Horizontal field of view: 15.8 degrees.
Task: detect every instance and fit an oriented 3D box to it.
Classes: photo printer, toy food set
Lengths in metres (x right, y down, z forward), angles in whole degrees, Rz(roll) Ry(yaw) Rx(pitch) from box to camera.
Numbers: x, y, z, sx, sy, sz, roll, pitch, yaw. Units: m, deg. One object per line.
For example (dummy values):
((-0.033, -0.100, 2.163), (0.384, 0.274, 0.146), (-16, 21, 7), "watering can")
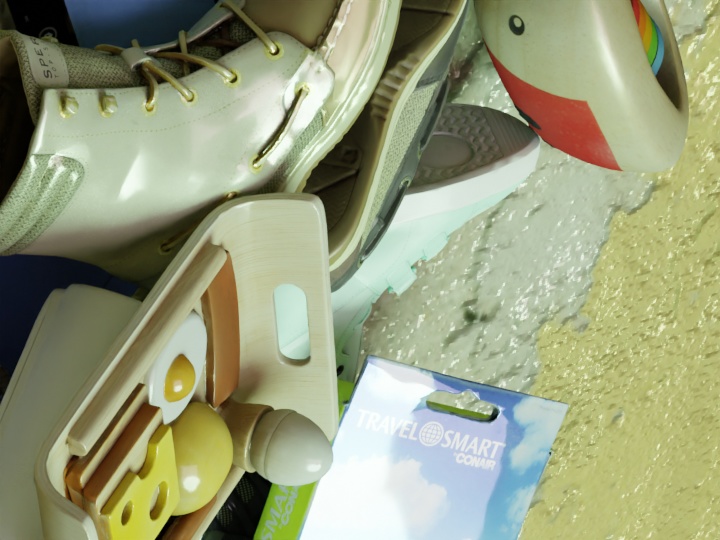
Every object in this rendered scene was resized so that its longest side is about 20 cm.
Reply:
((-0.124, 0.124, 1.125), (0.166, 0.069, 0.200), (64, 45, -69), "photo printer")
((-0.063, 0.082, 1.055), (0.144, 0.060, 0.200), (87, 26, -42), "toy food set")

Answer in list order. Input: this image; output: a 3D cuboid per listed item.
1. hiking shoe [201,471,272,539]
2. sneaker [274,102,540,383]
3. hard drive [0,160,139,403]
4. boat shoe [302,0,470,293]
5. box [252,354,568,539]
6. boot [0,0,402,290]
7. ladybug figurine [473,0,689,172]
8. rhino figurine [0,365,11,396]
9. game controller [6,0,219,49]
((-0.076, 0.107, 1.272), (0.200, 0.076, 0.101), (4, 80, -27), "hiking shoe")
((-0.001, 0.000, 1.249), (0.200, 0.074, 0.118), (-26, 133, -20), "sneaker")
((-0.186, 0.001, 1.102), (0.200, 0.025, 0.132), (18, 117, -47), "hard drive")
((0.002, -0.083, 1.172), (0.065, 0.073, 0.200), (70, 42, -67), "boat shoe")
((0.009, 0.137, 1.236), (0.122, 0.048, 0.200), (14, 101, -30), "box")
((-0.078, -0.082, 1.058), (0.155, 0.072, 0.200), (12, 113, -45), "boot")
((0.104, -0.110, 1.229), (0.072, 0.136, 0.200), (-15, 158, 15), "ladybug figurine")
((-0.215, 0.104, 1.059), (0.200, 0.060, 0.088), (-43, 160, -59), "rhino figurine")
((-0.097, -0.121, 1.096), (0.104, 0.042, 0.200), (-33, 136, -19), "game controller")
